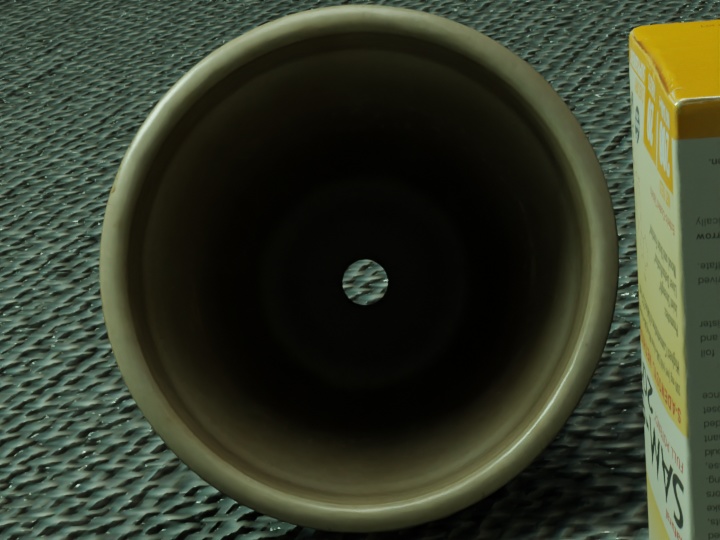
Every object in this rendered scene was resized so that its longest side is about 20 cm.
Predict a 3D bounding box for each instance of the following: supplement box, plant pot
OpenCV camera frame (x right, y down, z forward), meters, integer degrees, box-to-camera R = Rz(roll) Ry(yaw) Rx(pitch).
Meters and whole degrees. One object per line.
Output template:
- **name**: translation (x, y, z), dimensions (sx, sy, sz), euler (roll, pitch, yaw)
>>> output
- **supplement box**: translation (0.132, 0.026, 0.948), dimensions (0.073, 0.201, 0.126), euler (-4, 15, 0)
- **plant pot**: translation (0.000, 0.000, 1.171), dimensions (0.200, 0.201, 0.175), euler (-8, -1, 1)
